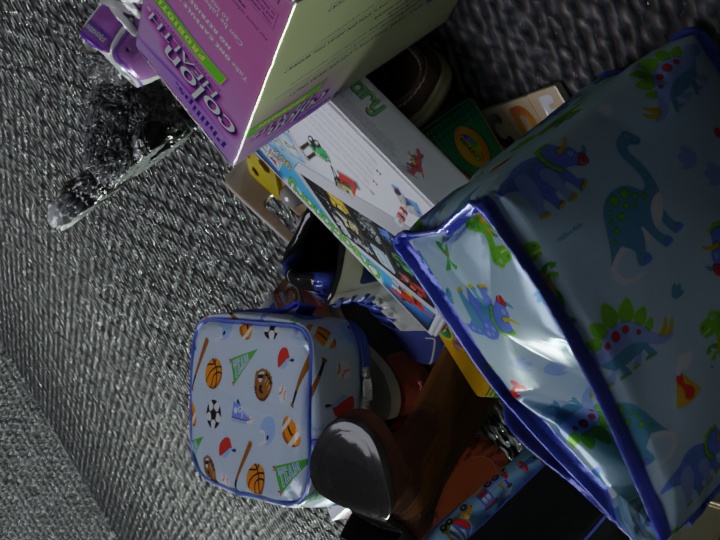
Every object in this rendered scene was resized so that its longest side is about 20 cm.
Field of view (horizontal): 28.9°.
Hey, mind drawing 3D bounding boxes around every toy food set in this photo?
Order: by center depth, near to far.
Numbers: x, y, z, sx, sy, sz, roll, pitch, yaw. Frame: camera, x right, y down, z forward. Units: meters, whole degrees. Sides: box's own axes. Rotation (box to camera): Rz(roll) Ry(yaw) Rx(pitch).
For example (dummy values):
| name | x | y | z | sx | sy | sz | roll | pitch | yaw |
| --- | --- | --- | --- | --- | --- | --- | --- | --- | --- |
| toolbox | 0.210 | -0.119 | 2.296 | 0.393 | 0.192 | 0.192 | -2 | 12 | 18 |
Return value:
| name | x | y | z | sx | sy | sz | roll | pitch | yaw |
| --- | --- | --- | --- | --- | --- | --- | --- | --- | --- |
| toy food set | -0.078 | -0.096 | 1.136 | 0.143 | 0.060 | 0.201 | 42 | 158 | 27 |

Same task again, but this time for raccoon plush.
| name | x | y | z | sx | sy | sz | roll | pitch | yaw |
| --- | --- | --- | --- | --- | --- | --- | --- | --- | --- |
| raccoon plush | -0.249 | -0.142 | 1.282 | 0.134 | 0.199 | 0.097 | 54 | -170 | -2 |

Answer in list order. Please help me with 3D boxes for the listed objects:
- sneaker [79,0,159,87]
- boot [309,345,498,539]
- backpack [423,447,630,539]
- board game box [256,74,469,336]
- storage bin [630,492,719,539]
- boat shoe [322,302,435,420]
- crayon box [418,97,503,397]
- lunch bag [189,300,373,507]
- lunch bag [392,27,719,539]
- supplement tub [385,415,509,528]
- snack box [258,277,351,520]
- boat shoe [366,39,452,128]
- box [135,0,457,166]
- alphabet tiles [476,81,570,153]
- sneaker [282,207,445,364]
| name | x | y | z | sx | sy | sz | roll | pitch | yaw |
| --- | --- | --- | --- | --- | --- | --- | --- | --- | --- |
| sneaker | -0.166 | -0.222 | 1.067 | 0.073 | 0.114 | 0.201 | 40 | 153 | 33 |
| boot | 0.050 | 0.103 | 1.009 | 0.068 | 0.200 | 0.189 | 15 | 144 | 31 |
| backpack | 0.161 | 0.246 | 1.030 | 0.200 | 0.182 | 0.134 | 54 | 170 | -34 |
| board game box | 0.002 | -0.061 | 0.890 | 0.200 | 0.035 | 0.126 | 46 | 155 | 13 |
| storage bin | 0.223 | 0.234 | 0.853 | 0.093 | 0.199 | 0.201 | 12 | 137 | 34 |
| boat shoe | 0.006 | 0.053 | 1.184 | 0.200 | 0.062 | 0.072 | 49 | 143 | 46 |
| crayon box | 0.078 | -0.010 | 0.943 | 0.201 | 0.058 | 0.119 | 58 | 157 | -10 |
| lunch bag | -0.065 | 0.104 | 1.131 | 0.199 | 0.075 | 0.162 | 2 | 89 | 53 |
| lunch bag | 0.145 | 0.011 | 0.708 | 0.200 | 0.170 | 0.127 | 53 | 158 | -5 |
| supplement tub | 0.029 | 0.153 | 1.211 | 0.200 | 0.122 | 0.123 | 28 | 147 | 46 |
| snack box | -0.032 | 0.102 | 1.167 | 0.072 | 0.024 | 0.201 | -47 | 56 | 46 |
| boat shoe | -0.021 | -0.148 | 0.916 | 0.072 | 0.072 | 0.200 | 32 | -176 | -43 |
| box | -0.017 | -0.174 | 0.752 | 0.097 | 0.176 | 0.200 | 50 | 158 | 6 |
| alphabet tiles | 0.131 | -0.035 | 0.886 | 0.168 | 0.008 | 0.200 | 58 | 158 | -10 |
| sneaker | 0.000 | -0.001 | 1.055 | 0.080 | 0.115 | 0.200 | 31 | 149 | 44 |
